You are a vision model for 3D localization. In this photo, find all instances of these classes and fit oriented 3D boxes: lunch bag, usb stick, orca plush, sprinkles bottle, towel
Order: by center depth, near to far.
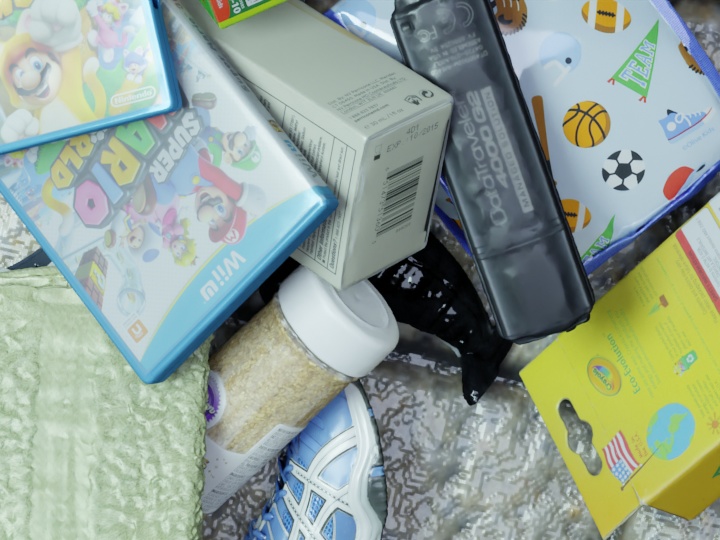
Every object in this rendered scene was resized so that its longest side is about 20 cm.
[{"bbox_3d":[0.070,-0.057,1.494,0.055,0.033,0.200,-19,100,4],"label":"usb stick"},{"bbox_3d":[-0.152,0.094,1.501,0.148,0.036,0.200,0,76,-1],"label":"towel"},{"bbox_3d":[-0.068,0.078,1.550,0.068,0.068,0.200,45,111,-4],"label":"sprinkles bottle"},{"bbox_3d":[0.097,-0.100,1.566,0.170,0.124,0.200,-38,86,-3],"label":"lunch bag"},{"bbox_3d":[0.000,0.000,1.585,0.105,0.071,0.200,-42,94,-2],"label":"orca plush"}]

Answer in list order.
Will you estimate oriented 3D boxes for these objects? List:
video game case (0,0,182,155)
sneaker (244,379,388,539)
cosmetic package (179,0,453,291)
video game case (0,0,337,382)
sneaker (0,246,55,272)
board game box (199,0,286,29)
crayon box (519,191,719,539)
[{"bbox_3d":[-0.180,-0.164,1.455,0.143,0.018,0.200,-13,89,17],"label":"video game case"},{"bbox_3d":[-0.026,0.139,1.584,0.077,0.076,0.200,-3,90,-8],"label":"sneaker"},{"bbox_3d":[-0.051,-0.087,1.514,0.200,0.105,0.071,36,43,29],"label":"cosmetic package"},{"bbox_3d":[-0.120,-0.062,1.474,0.143,0.018,0.200,-44,73,20],"label":"video game case"},{"bbox_3d":[-0.205,0.017,1.574,0.199,0.080,0.130,28,73,12],"label":"sneaker"},{"bbox_3d":[-0.099,-0.218,1.497,0.048,0.200,0.102,-25,125,-8],"label":"board game box"},{"bbox_3d":[0.191,0.046,1.554,0.200,0.051,0.127,-42,52,24],"label":"crayon box"}]
